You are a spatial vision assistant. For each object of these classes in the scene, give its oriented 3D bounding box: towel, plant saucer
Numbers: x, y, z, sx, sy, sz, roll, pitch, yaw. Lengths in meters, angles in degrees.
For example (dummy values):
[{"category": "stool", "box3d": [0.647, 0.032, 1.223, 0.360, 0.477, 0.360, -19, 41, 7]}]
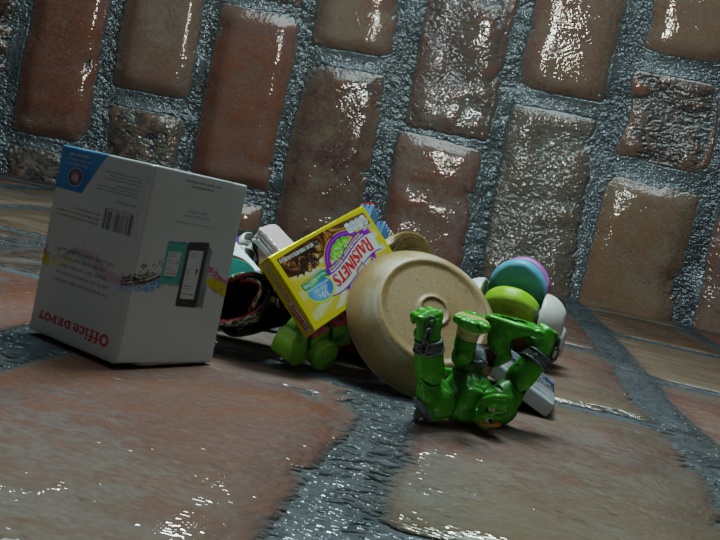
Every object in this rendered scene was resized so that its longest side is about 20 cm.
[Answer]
[{"category": "towel", "box3d": [-0.097, 0.004, 1.594, 0.200, 0.032, 0.191, 48, 6, -1]}, {"category": "plant saucer", "box3d": [0.082, 0.055, 1.131, 0.198, 0.202, 0.035, 11, -33, -17]}]

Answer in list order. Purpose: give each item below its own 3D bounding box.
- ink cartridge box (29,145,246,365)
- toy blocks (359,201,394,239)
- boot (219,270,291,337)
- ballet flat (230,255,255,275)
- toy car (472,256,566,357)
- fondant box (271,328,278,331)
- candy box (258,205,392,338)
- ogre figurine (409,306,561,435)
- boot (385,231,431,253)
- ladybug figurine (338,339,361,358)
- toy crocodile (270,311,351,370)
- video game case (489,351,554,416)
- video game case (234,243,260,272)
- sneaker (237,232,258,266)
[{"category": "ink cartridge box", "box3d": [-0.238, -0.014, 1.019, 0.146, 0.202, 0.146, 15, 4, 34]}, {"category": "toy blocks", "box3d": [0.012, -0.020, 1.573, 0.099, 0.138, 0.200, 5, -29, 30]}, {"category": "boot", "box3d": [-0.092, 0.028, 1.163, 0.202, 0.074, 0.154, -19, -8, 0]}, {"category": "ballet flat", "box3d": [-0.204, 0.009, 1.240, 0.062, 0.069, 0.200, 5, -1, 24]}, {"category": "toy car", "box3d": [0.261, 0.054, 1.575, 0.173, 0.151, 0.200, 14, -21, 18]}, {"category": "fondant box", "box3d": [-0.187, 0.035, 1.421, 0.143, 0.059, 0.200, 11, 6, -5]}, {"category": "candy box", "box3d": [-0.030, -0.003, 1.152, 0.026, 0.103, 0.200, -30, 2, 40]}, {"category": "ogre figurine", "box3d": [0.127, 0.106, 1.016, 0.098, 0.121, 0.199, 20, 10, 34]}, {"category": "boot", "box3d": [0.000, 0.000, 1.391, 0.155, 0.074, 0.199, -15, 2, 40]}, {"category": "ladybug figurine", "box3d": [0.020, 0.083, 1.296, 0.198, 0.073, 0.136, 11, 4, -9]}, {"category": "toy crocodile", "box3d": [-0.026, 0.067, 1.163, 0.199, 0.062, 0.067, -18, 46, -36]}, {"category": "video game case", "box3d": [0.168, 0.109, 1.245, 0.199, 0.023, 0.182, 36, 9, 8]}, {"category": "video game case", "box3d": [-0.266, -0.041, 1.336, 0.199, 0.023, 0.182, -2, 35, -41]}, {"category": "sneaker", "box3d": [-0.212, -0.002, 1.595, 0.083, 0.081, 0.200, -3, -19, -11]}]
